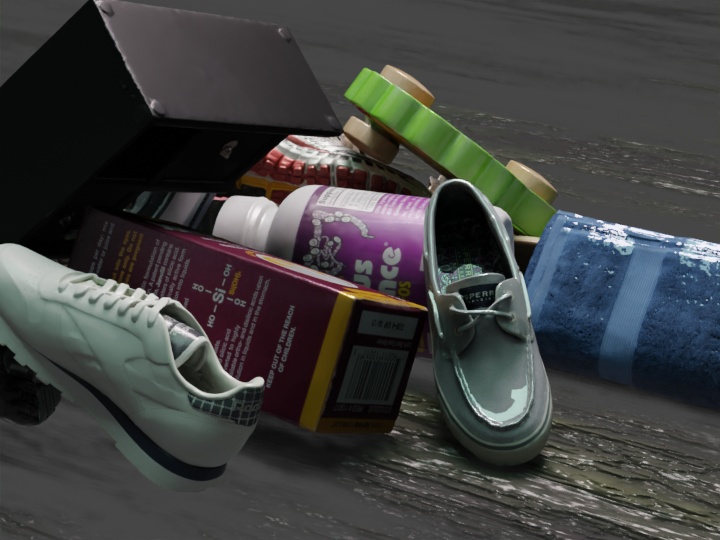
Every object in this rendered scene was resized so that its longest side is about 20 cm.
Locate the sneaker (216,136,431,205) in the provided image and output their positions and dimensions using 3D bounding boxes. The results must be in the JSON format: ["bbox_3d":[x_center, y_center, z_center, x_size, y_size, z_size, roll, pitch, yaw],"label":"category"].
[{"bbox_3d":[-0.037,-0.085,1.522,0.200,0.078,0.082,22,46,-6],"label":"sneaker"}]

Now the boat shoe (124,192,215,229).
[{"bbox_3d":[-0.153,-0.041,1.424,0.068,0.200,0.072,29,-16,6],"label":"boat shoe"}]

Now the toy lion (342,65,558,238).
[{"bbox_3d":[0.072,-0.081,1.504,0.200,0.069,0.192,36,1,-13],"label":"toy lion"}]

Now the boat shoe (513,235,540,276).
[{"bbox_3d":[0.099,0.001,1.507,0.199,0.071,0.065,6,17,16],"label":"boat shoe"}]

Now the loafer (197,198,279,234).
[{"bbox_3d":[-0.080,-0.017,1.564,0.199,0.075,0.070,2,2,-22],"label":"loafer"}]

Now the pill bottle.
[{"bbox_3d":[0.000,0.000,1.419,0.199,0.113,0.112,7,16,15],"label":"pill bottle"}]

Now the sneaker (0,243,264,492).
[{"bbox_3d":[-0.140,0.039,1.187,0.200,0.081,0.076,38,30,13],"label":"sneaker"}]

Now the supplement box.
[{"bbox_3d":[-0.075,0.031,1.266,0.200,0.086,0.110,19,3,26],"label":"supplement box"}]

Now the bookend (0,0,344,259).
[{"bbox_3d":[-0.154,-0.076,1.342,0.200,0.092,0.199,-38,-20,28],"label":"bookend"}]

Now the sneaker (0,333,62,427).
[{"bbox_3d":[-0.246,0.054,1.287,0.115,0.075,0.200,-4,10,7],"label":"sneaker"}]

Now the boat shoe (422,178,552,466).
[{"bbox_3d":[0.071,0.027,1.270,0.070,0.072,0.201,-13,50,1],"label":"boat shoe"}]

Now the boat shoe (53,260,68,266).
[{"bbox_3d":[-0.287,0.000,1.440,0.200,0.075,0.073,-7,19,-34],"label":"boat shoe"}]

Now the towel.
[{"bbox_3d":[0.201,0.028,1.377,0.200,0.112,0.049,14,-18,30],"label":"towel"}]

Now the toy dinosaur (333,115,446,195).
[{"bbox_3d":[-0.007,-0.059,1.659,0.086,0.136,0.200,-24,69,-40],"label":"toy dinosaur"}]
